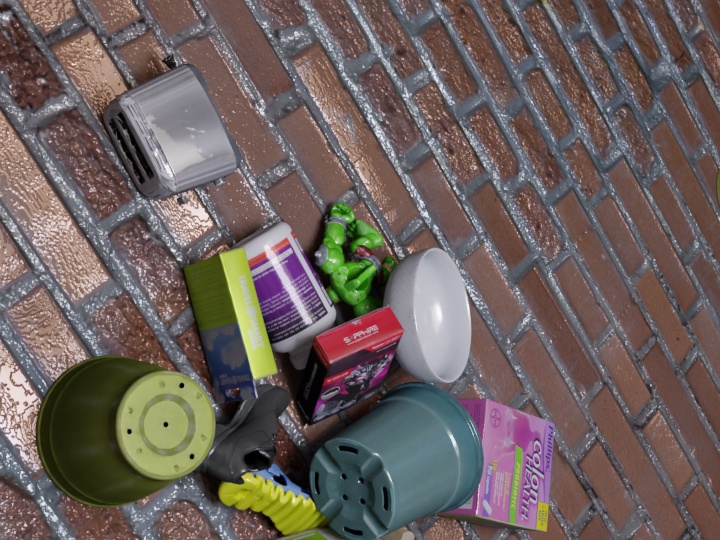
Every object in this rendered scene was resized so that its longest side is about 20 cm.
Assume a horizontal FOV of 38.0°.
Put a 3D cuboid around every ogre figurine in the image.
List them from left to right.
[{"bbox_3d":[0.000,0.000,1.610,0.120,0.098,0.201,-43,118,-44],"label":"ogre figurine"}]

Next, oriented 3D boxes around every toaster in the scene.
[{"bbox_3d":[-0.266,-0.195,1.453,0.129,0.113,0.201,-31,101,-32],"label":"toaster"}]

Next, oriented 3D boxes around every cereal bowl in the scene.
[{"bbox_3d":[0.089,0.070,1.561,0.200,0.083,0.202,27,59,-57],"label":"cereal bowl"}]

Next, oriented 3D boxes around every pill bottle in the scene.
[{"bbox_3d":[-0.109,0.039,1.515,0.112,0.112,0.201,-34,101,-34],"label":"pill bottle"}]

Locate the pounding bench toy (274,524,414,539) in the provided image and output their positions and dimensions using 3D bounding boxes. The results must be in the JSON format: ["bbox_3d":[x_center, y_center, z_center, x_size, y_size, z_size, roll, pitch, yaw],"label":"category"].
[{"bbox_3d":[-0.012,0.453,1.473,0.199,0.124,0.157,-7,106,-35],"label":"pounding bench toy"}]

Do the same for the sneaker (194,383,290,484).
[{"bbox_3d":[-0.145,0.230,1.434,0.200,0.090,0.076,-43,151,-50],"label":"sneaker"}]

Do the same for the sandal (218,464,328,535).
[{"bbox_3d":[-0.118,0.311,1.483,0.200,0.079,0.087,41,22,-34],"label":"sandal"}]

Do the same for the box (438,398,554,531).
[{"bbox_3d":[0.210,0.311,1.658,0.199,0.096,0.177,25,66,-45],"label":"box"}]

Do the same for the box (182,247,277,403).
[{"bbox_3d":[-0.180,0.079,1.452,0.047,0.122,0.201,-14,89,-36],"label":"box"}]

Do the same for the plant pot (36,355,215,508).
[{"bbox_3d":[-0.281,0.199,1.316,0.199,0.192,0.202,7,77,-33],"label":"plant pot"}]

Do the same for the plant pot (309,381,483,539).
[{"bbox_3d":[0.042,0.280,1.490,0.196,0.199,0.202,-15,90,-52],"label":"plant pot"}]

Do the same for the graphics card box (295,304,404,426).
[{"bbox_3d":[-0.019,0.139,1.498,0.125,0.200,0.051,-22,65,-26],"label":"graphics card box"}]

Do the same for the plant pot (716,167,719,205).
[{"bbox_3d":[0.889,-0.178,2.193,0.186,0.200,0.189,7,77,-33],"label":"plant pot"}]
